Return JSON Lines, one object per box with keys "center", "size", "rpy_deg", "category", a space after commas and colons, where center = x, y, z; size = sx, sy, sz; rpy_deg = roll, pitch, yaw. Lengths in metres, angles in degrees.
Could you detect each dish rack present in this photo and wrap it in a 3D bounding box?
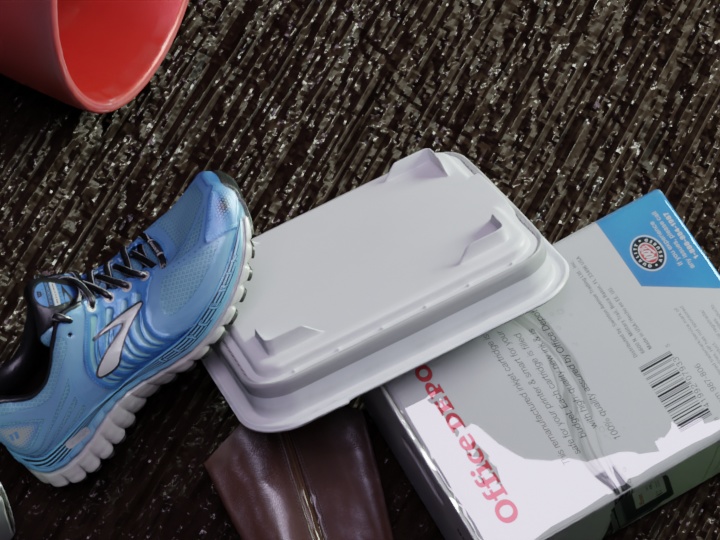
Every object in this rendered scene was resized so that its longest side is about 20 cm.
{"center": [0.000, 0.000, 1.325], "size": [0.199, 0.044, 0.172], "rpy_deg": [-25, 30, -8], "category": "dish rack"}

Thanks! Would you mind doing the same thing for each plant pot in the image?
{"center": [-0.208, -0.209, 1.394], "size": [0.177, 0.201, 0.201], "rpy_deg": [16, 67, 18], "category": "plant pot"}

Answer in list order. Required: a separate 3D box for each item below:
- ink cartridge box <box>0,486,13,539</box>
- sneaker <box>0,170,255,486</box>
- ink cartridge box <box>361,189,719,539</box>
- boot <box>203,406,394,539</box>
{"center": [-0.306, 0.103, 1.301], "size": [0.145, 0.083, 0.200], "rpy_deg": [-37, 72, -15], "category": "ink cartridge box"}
{"center": [-0.137, 0.025, 1.301], "size": [0.200, 0.090, 0.078], "rpy_deg": [-51, 32, 5], "category": "sneaker"}
{"center": [0.118, 0.070, 1.328], "size": [0.199, 0.084, 0.145], "rpy_deg": [-27, 69, -12], "category": "ink cartridge box"}
{"center": [-0.057, 0.173, 1.293], "size": [0.186, 0.064, 0.201], "rpy_deg": [-14, 71, -21], "category": "boot"}
